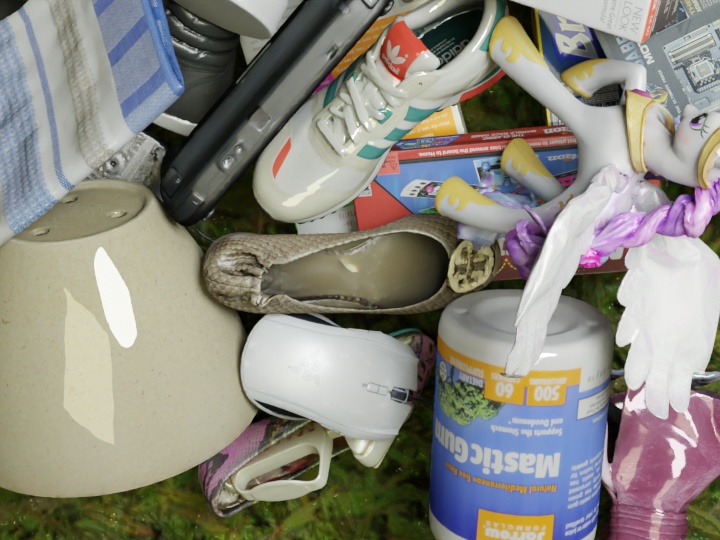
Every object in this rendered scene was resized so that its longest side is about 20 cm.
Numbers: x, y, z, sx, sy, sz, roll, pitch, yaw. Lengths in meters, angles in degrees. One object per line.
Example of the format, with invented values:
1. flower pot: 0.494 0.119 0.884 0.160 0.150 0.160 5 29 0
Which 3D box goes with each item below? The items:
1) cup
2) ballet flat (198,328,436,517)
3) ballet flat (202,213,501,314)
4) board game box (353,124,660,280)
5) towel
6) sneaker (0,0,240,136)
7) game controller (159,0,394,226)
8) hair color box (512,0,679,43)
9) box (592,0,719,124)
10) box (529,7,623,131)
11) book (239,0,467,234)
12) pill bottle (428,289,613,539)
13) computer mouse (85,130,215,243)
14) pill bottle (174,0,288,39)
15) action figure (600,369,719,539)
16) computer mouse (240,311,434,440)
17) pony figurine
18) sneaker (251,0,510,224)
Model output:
1. cup: -0.170 0.027 0.883 0.197 0.201 0.145 -5 115 4
2. ballet flat: -0.026 0.117 0.974 0.198 0.072 0.069 -29 135 10
3. ballet flat: 0.000 0.000 0.867 0.197 0.046 0.068 -1 106 -19
4. board game box: 0.095 -0.041 0.904 0.197 0.020 0.104 -5 122 9
5. towel: -0.193 -0.104 0.827 0.199 0.024 0.148 -34 56 22
6. sneaker: -0.167 -0.166 0.905 0.198 0.071 0.100 20 120 -9
7. game controller: -0.054 -0.115 0.862 0.042 0.104 0.200 40 97 -15
8. hair color box: 0.089 -0.215 0.777 0.198 0.064 0.112 23 123 22
9. box: 0.199 -0.184 0.792 0.157 0.051 0.202 -24 98 37
10. box: 0.139 -0.187 0.894 0.063 0.070 0.203 -7 104 6
11. book: -0.005 -0.126 0.931 0.132 0.048 0.203 -14 102 8
12. pill bottle: 0.099 0.123 0.888 0.110 0.112 0.203 2 108 2
13. computer mouse: -0.125 -0.040 0.968 0.199 0.034 0.059 39 86 -12
14. pill bottle: -0.049 -0.249 0.840 0.110 0.111 0.202 24 85 -4
15. action figure: 0.194 0.166 0.930 0.147 0.133 0.203 10 80 -29
16. computer mouse: 0.010 0.080 0.909 0.198 0.044 0.111 17 88 -37
17. pony figurine: 0.132 -0.035 0.778 0.165 0.199 0.195 12 101 -42
18. sneaker: 0.010 -0.111 0.842 0.199 0.094 0.071 -37 73 -5
